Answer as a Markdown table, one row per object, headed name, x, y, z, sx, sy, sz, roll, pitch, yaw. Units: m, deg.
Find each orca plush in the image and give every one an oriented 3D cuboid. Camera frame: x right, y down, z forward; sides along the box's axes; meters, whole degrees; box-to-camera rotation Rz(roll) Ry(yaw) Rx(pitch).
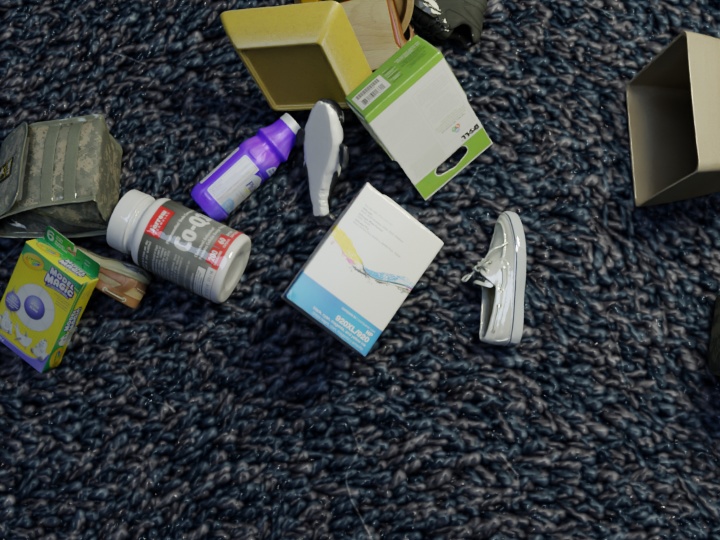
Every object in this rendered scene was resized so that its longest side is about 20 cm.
| name | x | y | z | sx | sy | sz | roll | pitch | yaw |
| --- | --- | --- | --- | --- | --- | --- | --- | --- | --- |
| orca plush | -0.039 | -0.170 | 1.345 | 0.104 | 0.071 | 0.202 | 7 | 113 | 40 |

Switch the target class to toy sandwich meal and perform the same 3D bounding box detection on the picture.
| name | x | y | z | sx | sy | sz | roll | pitch | yaw |
| --- | --- | --- | --- | --- | --- | --- | --- | --- | --- |
| toy sandwich meal | -0.012 | -0.393 | 1.294 | 0.203 | 0.071 | 0.207 | 4 | 123 | 6 |

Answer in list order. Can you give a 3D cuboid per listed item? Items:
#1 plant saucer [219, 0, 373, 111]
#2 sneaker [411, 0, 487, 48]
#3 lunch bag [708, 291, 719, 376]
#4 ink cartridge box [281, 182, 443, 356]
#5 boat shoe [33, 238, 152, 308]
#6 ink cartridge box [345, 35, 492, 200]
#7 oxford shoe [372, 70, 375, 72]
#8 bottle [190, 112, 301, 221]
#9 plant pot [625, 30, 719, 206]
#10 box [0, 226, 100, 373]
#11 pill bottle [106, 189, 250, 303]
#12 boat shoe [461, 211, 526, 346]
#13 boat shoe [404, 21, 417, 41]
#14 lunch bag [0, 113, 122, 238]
| name | x | y | z | sx | sy | sz | roll | pitch | yaw |
| --- | --- | --- | --- | --- | --- | --- | --- | --- | --- |
| plant saucer | -0.091 | -0.304 | 1.293 | 0.198 | 0.200 | 0.049 | 2 | 60 | 23 |
| sneaker | 0.111 | -0.407 | 1.349 | 0.198 | 0.076 | 0.092 | 10 | 73 | -20 |
| lunch bag | 0.593 | 0.093 | 1.196 | 0.166 | 0.200 | 0.141 | 9 | 81 | 7 |
| ink cartridge box | 0.000 | 0.000 | 1.273 | 0.144 | 0.147 | 0.201 | 36 | 84 | -4 |
| boat shoe | -0.427 | 0.005 | 1.355 | 0.198 | 0.076 | 0.075 | 18 | 85 | 8 |
| ink cartridge box | 0.092 | -0.227 | 1.324 | 0.147 | 0.200 | 0.076 | -40 | 43 | 2 |
| oxford shoe | -0.005 | -0.337 | 1.391 | 0.075 | 0.058 | 0.201 | -30 | 78 | 1 |
| bottle | -0.174 | -0.163 | 1.360 | 0.200 | 0.084 | 0.065 | -43 | 86 | -4 |
| plant pot | 0.519 | -0.214 | 1.269 | 0.175 | 0.200 | 0.203 | -1 | 80 | -7 |
| box | -0.481 | 0.043 | 1.325 | 0.117 | 0.048 | 0.201 | 34 | 109 | 10 |
| pill bottle | -0.278 | -0.041 | 1.327 | 0.198 | 0.114 | 0.115 | 25 | 83 | 6 |
| boat shoe | 0.196 | 0.010 | 1.302 | 0.085 | 0.075 | 0.205 | 3 | 86 | -12 |
| boat shoe | 0.031 | -0.427 | 1.396 | 0.076 | 0.072 | 0.201 | -38 | 79 | -3 |
| lunch bag | -0.485 | -0.142 | 1.350 | 0.197 | 0.118 | 0.166 | -6 | 61 | 4 |
